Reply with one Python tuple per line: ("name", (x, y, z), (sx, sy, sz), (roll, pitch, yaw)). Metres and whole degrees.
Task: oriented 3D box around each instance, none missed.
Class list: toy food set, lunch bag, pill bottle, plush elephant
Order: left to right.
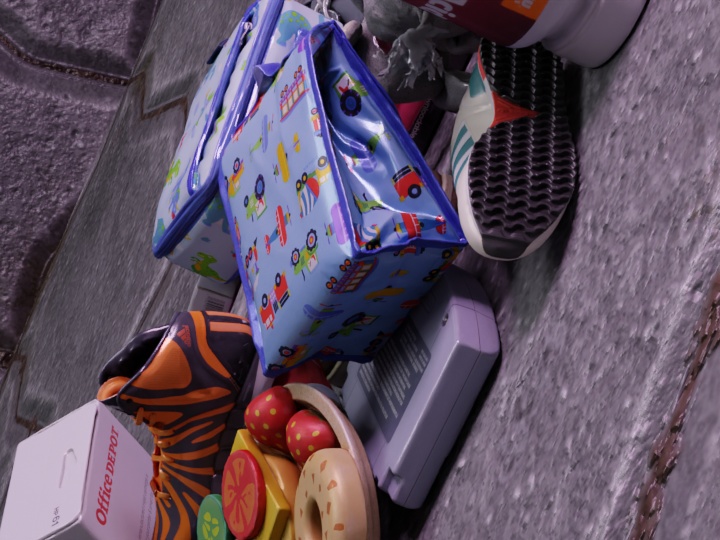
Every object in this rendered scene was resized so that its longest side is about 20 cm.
("lunch bag", (-0.085, -0.103, 1.562), (0.161, 0.082, 0.200), (-41, 28, 59))
("toy food set", (-0.046, 0.175, 1.361), (0.200, 0.049, 0.198), (56, 137, 46))
("lunch bag", (-0.033, -0.055, 1.372), (0.151, 0.094, 0.200), (-52, 54, 46))
("plush elephant", (0.045, -0.182, 1.443), (0.200, 0.165, 0.155), (-67, 6, -24))
("pill bottle", (0.078, -0.209, 1.298), (0.114, 0.200, 0.114), (-59, 17, 31))

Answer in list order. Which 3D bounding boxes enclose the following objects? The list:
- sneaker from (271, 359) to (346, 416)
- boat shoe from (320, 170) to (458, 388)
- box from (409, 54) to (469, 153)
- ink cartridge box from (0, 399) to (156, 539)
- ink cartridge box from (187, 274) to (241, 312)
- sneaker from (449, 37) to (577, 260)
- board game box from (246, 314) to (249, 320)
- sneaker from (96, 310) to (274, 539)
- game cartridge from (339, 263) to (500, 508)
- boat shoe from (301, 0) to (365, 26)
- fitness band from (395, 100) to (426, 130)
("sneaker", (-0.071, 0.141, 1.517), (0.200, 0.071, 0.113), (-64, 26, 26))
("boat shoe", (0.000, 0.004, 1.505), (0.202, 0.075, 0.075), (-59, 18, 30))
("box", (0.024, -0.118, 1.673), (0.200, 0.036, 0.143), (-66, 16, 12))
("ink cartridge box", (-0.177, 0.219, 1.548), (0.085, 0.200, 0.145), (-28, 29, 16))
("ink cartridge box", (-0.105, -0.017, 1.685), (0.200, 0.037, 0.095), (-76, 5, -46))
("sneaker", (0.093, -0.061, 1.323), (0.200, 0.070, 0.093), (-85, 8, -46))
("board game box", (-0.057, -0.039, 1.618), (0.200, 0.032, 0.120), (-82, 13, -54))
("sneaker", (-0.141, 0.119, 1.460), (0.078, 0.112, 0.200), (31, 105, 62))
("game cartridge", (0.039, 0.062, 1.369), (0.133, 0.042, 0.200), (-60, 16, 11))
("boat shoe", (-0.019, -0.194, 1.620), (0.073, 0.062, 0.200), (-69, 13, -11))
("fitness band", (0.030, -0.163, 1.597), (0.200, 0.037, 0.144), (-59, 15, 22))
